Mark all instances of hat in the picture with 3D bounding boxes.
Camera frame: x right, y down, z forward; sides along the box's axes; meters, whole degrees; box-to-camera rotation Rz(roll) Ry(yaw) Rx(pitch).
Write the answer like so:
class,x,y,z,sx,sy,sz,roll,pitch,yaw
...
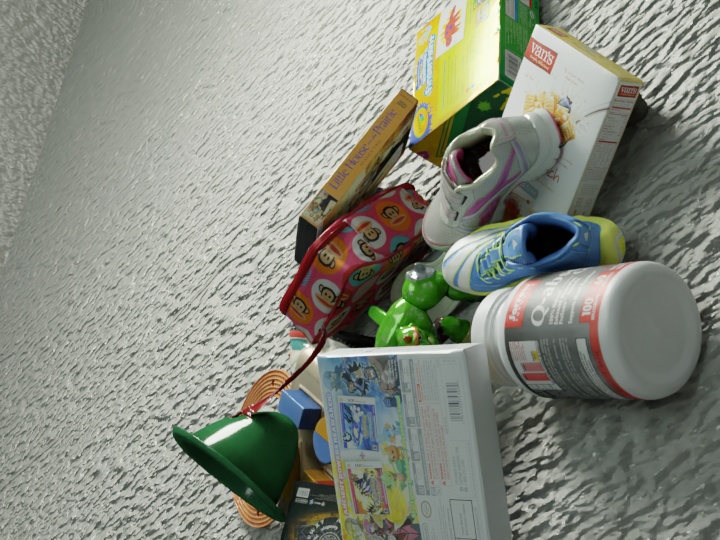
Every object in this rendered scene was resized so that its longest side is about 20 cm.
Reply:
class,x,y,z,sx,sy,sz,roll,pitch,yaw
hat,-0.095,0.171,1.371,0.177,0.166,0.199,-52,29,-18

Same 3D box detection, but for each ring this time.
class,x,y,z,sx,sy,sz,roll,pitch,yaw
ring,-0.116,0.227,1.529,0.200,0.019,0.203,-31,53,53

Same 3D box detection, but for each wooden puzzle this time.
class,x,y,z,sx,sy,sz,roll,pitch,yaw
wooden puzzle,-0.055,0.211,1.379,0.185,0.046,0.202,33,108,52

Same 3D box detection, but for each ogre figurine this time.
class,x,y,z,sx,sy,sz,roll,pitch,yaw
ogre figurine,0.069,0.079,1.264,0.201,0.119,0.098,-52,29,21

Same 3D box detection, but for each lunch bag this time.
class,x,y,z,sx,sy,sz,roll,pitch,yaw
lunch bag,0.000,0.000,1.390,0.199,0.082,0.177,-32,-21,-45

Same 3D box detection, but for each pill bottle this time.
class,x,y,z,sx,sy,sz,roll,pitch,yaw
pill bottle,0.195,0.057,1.069,0.199,0.115,0.117,-9,59,57

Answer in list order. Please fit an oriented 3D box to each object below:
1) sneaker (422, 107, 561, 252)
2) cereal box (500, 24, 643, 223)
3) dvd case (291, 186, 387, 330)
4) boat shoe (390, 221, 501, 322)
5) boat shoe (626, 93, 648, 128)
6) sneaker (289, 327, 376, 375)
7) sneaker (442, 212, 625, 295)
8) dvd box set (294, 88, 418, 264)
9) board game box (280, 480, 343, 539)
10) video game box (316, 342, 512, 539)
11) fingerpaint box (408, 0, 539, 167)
class,x,y,z,sx,sy,sz,roll,pitch,yaw
sneaker,0.112,-0.094,1.220,0.200,0.088,0.082,-52,48,39
cereal box,0.196,-0.130,1.215,0.144,0.039,0.202,47,128,47
dvd case,-0.019,-0.018,1.522,0.201,0.016,0.149,-58,-6,7
boat shoe,0.107,0.001,1.353,0.062,0.073,0.200,-29,-9,-42
boat shoe,0.225,-0.154,1.277,0.200,0.057,0.067,-20,46,60
sneaker,-0.028,0.125,1.471,0.199,0.070,0.095,9,95,57
sneaker,0.148,-0.024,1.150,0.198,0.105,0.077,-12,72,34
dvd box set,-0.007,-0.103,1.399,0.201,0.029,0.147,-53,-8,-20
board game box,-0.005,0.296,1.240,0.199,0.028,0.137,-1,65,39
video game box,0.050,0.173,1.146,0.181,0.047,0.202,-5,95,37
fingerpaint box,0.141,-0.249,1.469,0.166,0.073,0.202,-35,39,43
